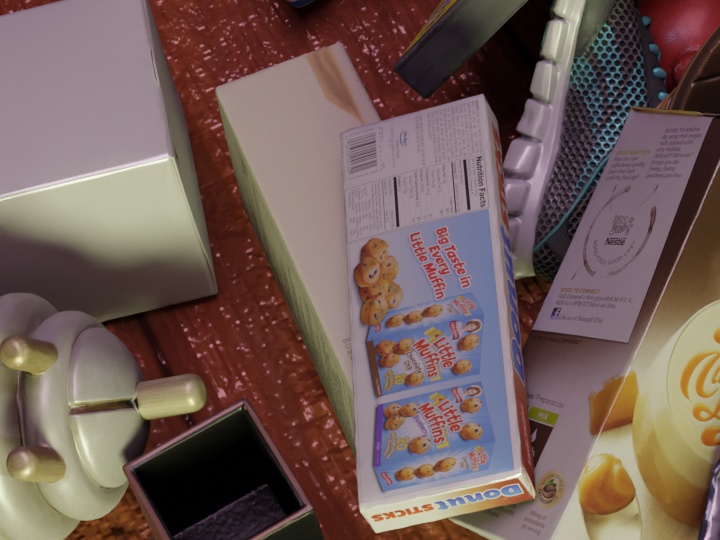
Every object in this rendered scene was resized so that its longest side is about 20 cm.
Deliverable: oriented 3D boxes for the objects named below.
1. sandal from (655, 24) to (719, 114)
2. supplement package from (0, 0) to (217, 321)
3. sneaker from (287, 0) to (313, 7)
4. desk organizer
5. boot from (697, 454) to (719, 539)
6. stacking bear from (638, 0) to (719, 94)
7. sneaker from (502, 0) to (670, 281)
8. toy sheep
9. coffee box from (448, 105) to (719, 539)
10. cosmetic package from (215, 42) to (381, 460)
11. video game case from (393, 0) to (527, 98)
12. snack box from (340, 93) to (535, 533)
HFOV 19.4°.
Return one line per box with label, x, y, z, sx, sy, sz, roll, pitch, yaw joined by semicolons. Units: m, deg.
sandal;0.162;-0.050;0.985;0.080;0.201;0.054;12;29;-21
supplement package;-0.185;-0.042;1.060;0.199;0.120;0.122;-13;54;0
sneaker;-0.068;-0.211;1.177;0.199;0.081;0.147;-4;51;0
desk organizer;-0.028;0.160;0.925;0.071;0.077;0.200;-28;57;-10
boot;0.205;0.062;0.862;0.090;0.073;0.201;26;72;-14
stacking bear;0.196;-0.172;1.094;0.113;0.121;0.201;32;73;-22
sneaker;0.127;-0.082;1.033;0.091;0.078;0.201;17;101;6
toy sheep;-0.168;0.071;0.974;0.199;0.138;0.139;-4;56;15
coffee box;0.138;0.044;0.907;0.080;0.114;0.201;12;77;61
cosmetic package;0.000;0.000;1.013;0.071;0.105;0.201;-21;57;-7
video game case;0.111;-0.190;1.047;0.025;0.200;0.181;42;36;-7
snack box;0.031;0.014;0.913;0.071;0.024;0.201;-13;53;14
